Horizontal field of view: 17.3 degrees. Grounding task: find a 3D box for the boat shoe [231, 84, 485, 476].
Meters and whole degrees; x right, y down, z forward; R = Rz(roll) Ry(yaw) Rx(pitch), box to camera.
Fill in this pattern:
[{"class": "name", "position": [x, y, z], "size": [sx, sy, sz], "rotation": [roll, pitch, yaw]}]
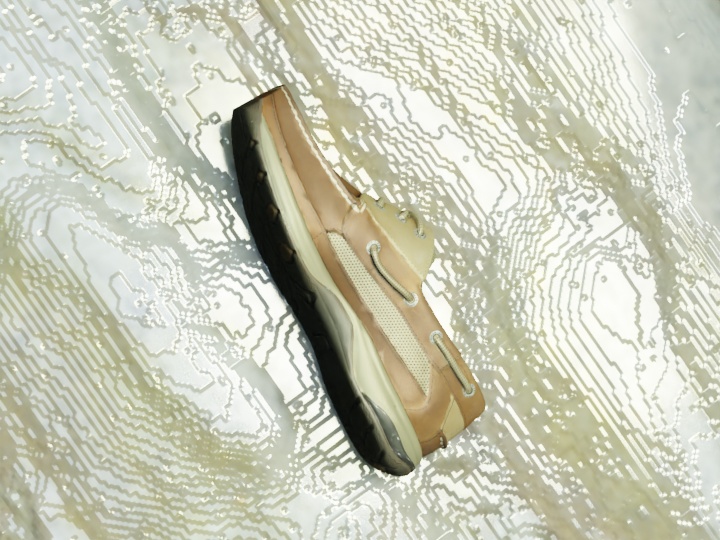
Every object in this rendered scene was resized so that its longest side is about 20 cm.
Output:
[{"class": "boat shoe", "position": [0.000, 0.000, 1.169], "size": [0.074, 0.076, 0.201], "rotation": [-26, 100, -13]}]
